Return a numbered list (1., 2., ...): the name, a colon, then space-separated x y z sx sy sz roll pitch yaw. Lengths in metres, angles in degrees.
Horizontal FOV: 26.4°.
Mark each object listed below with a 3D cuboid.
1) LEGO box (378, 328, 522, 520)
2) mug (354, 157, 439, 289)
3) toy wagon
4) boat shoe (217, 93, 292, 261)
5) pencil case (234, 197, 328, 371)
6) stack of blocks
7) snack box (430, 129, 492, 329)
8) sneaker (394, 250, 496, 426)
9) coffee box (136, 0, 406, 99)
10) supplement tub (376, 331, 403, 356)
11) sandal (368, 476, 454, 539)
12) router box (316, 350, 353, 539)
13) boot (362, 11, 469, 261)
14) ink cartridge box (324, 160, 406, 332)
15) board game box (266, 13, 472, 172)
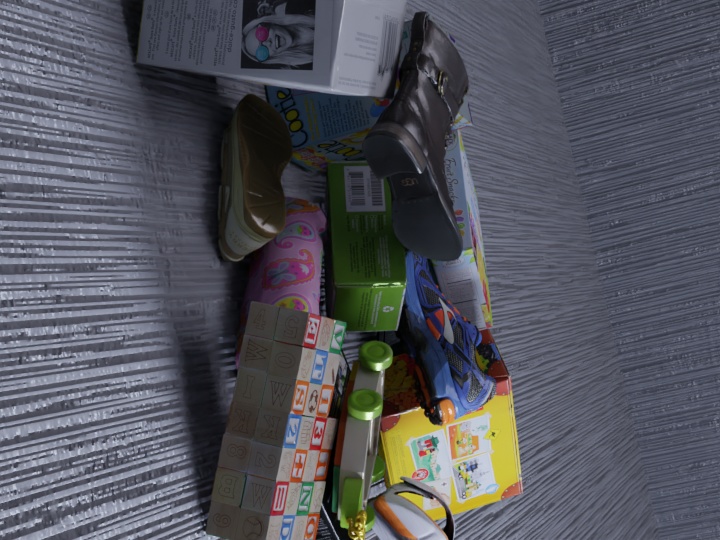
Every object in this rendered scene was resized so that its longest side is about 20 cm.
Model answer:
1. LEGO box: 0.091 0.177 1.678 0.078 0.147 0.201 -112 -172 -46
2. mug: 0.029 -0.045 1.776 0.152 0.113 0.187 64 19 -59
3. toy wagon: -0.001 0.170 1.427 0.201 0.039 0.157 -76 170 -53
4. boat shoe: -0.111 -0.095 1.512 0.073 0.063 0.202 30 36 -31
5. pencil case: -0.073 0.019 1.482 0.201 0.087 0.088 -87 156 -46
6. stack of blocks: -0.067 0.136 1.340 0.115 0.058 0.202 19 82 -69
7. snack box: 0.106 -0.053 1.728 0.143 0.052 0.202 72 11 -50
8. sneaker: 0.084 0.067 1.595 0.076 0.078 0.202 106 -29 -59
9. coffee box: -0.072 -0.273 1.428 0.199 0.196 0.203 -10 108 -73
10. supplement tub: 0.078 0.108 1.818 0.201 0.121 0.123 -85 155 -43
11. sandal: 0.052 0.240 1.538 0.079 0.059 0.207 51 -16 -4
12. router box: -0.037 0.181 1.527 0.201 0.051 0.150 -75 149 -56
13. boot: 0.076 -0.129 1.507 0.201 0.069 0.175 65 37 -40
14. ink cartridge box: 0.000 0.000 1.616 0.201 0.075 0.149 95 -8 -60
15. board game box: 0.009 -0.191 1.695 0.103 0.198 0.106 22 55 -69
